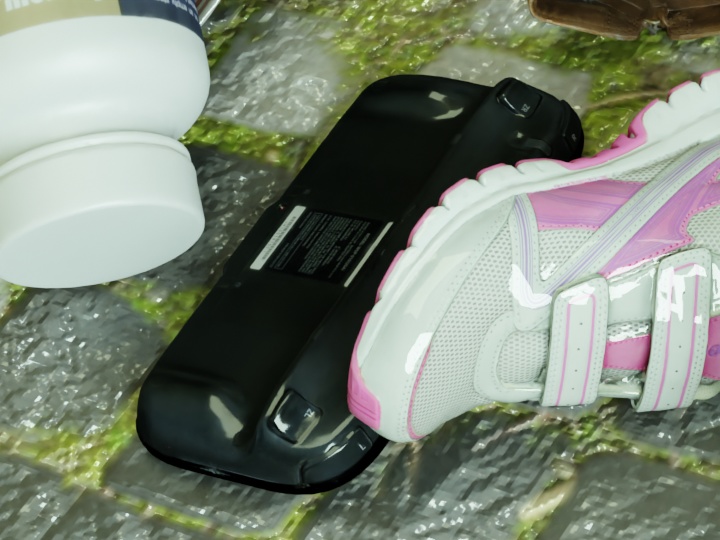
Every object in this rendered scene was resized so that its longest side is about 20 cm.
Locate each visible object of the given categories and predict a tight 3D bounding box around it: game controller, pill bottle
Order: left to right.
[{"bbox_3d":[-0.119,-0.101,1.129,0.111,0.111,0.201,-15,72,3],"label":"pill bottle"},{"bbox_3d":[0.000,0.000,1.088,0.104,0.042,0.200,4,46,41],"label":"game controller"}]

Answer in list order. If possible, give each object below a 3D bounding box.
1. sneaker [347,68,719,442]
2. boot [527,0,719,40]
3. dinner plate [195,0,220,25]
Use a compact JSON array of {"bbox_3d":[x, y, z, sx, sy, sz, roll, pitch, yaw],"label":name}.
[{"bbox_3d":[0.086,0.006,1.005,0.200,0.082,0.088,-29,55,-22],"label":"sneaker"},{"bbox_3d":[0.075,-0.155,1.189,0.199,0.074,0.155,-4,49,18],"label":"boot"},{"bbox_3d":[-0.111,-0.149,1.235,0.199,0.024,0.201,-16,60,29],"label":"dinner plate"}]
